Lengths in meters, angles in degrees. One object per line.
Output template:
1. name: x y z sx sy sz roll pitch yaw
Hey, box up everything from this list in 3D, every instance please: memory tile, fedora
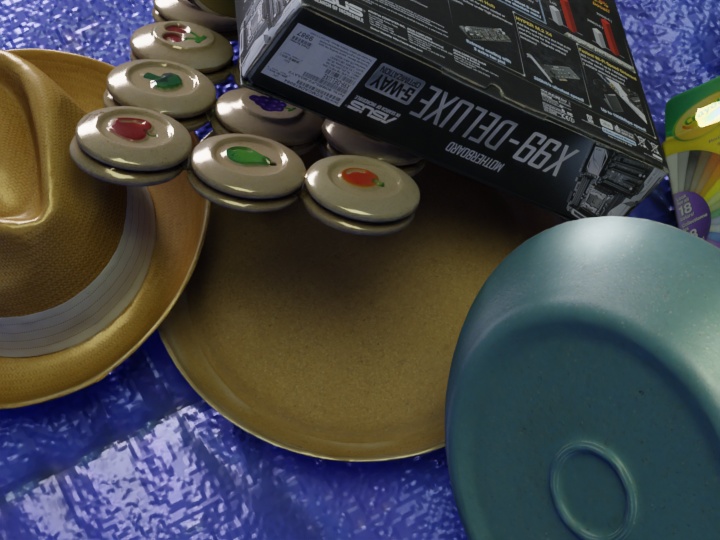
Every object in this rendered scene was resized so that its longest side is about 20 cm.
1. memory tile: -0.038 -0.081 0.772 0.152 0.017 0.201 13 31 0
2. fedora: -0.166 -0.037 0.759 0.198 0.082 0.203 -5 60 9

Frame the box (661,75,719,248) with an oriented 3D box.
1. box: 0.203 -0.012 0.755 0.117 0.048 0.202 -25 57 34

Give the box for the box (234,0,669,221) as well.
1. box: 0.036 -0.117 0.768 0.198 0.050 0.159 20 41 -28

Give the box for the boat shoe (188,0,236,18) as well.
1. boat shoe: -0.017 -0.176 0.855 0.200 0.066 0.072 -32 106 -30

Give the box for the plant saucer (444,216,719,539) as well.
1. plant saucer: 0.098 0.081 0.652 0.036 0.201 0.200 -16 58 -43

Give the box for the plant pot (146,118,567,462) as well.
1. plant pot: 0.000 0.000 0.789 0.198 0.028 0.202 0 62 -1
